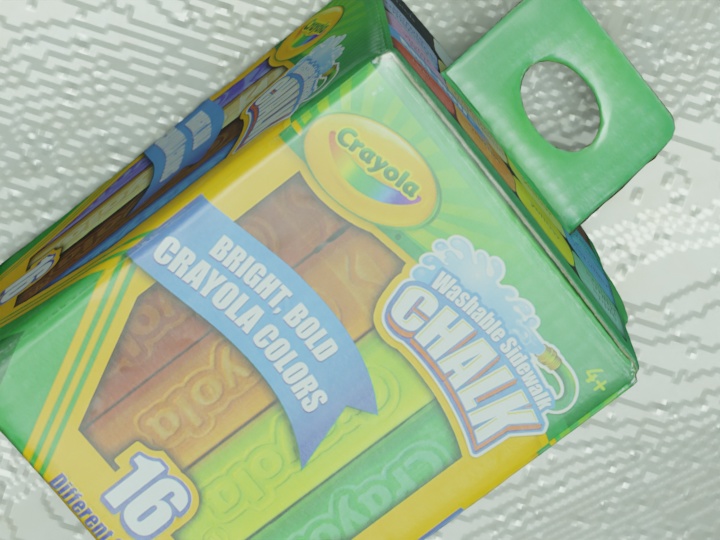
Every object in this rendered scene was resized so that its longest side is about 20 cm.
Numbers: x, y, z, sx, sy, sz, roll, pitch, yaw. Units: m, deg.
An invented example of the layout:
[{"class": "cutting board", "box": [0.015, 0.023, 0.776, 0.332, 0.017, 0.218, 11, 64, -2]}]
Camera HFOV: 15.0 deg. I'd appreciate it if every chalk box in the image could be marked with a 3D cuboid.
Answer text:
[{"class": "chalk box", "box": [0.000, 0.000, 0.810, 0.200, 0.124, 0.125, -38, 104, 10]}]
